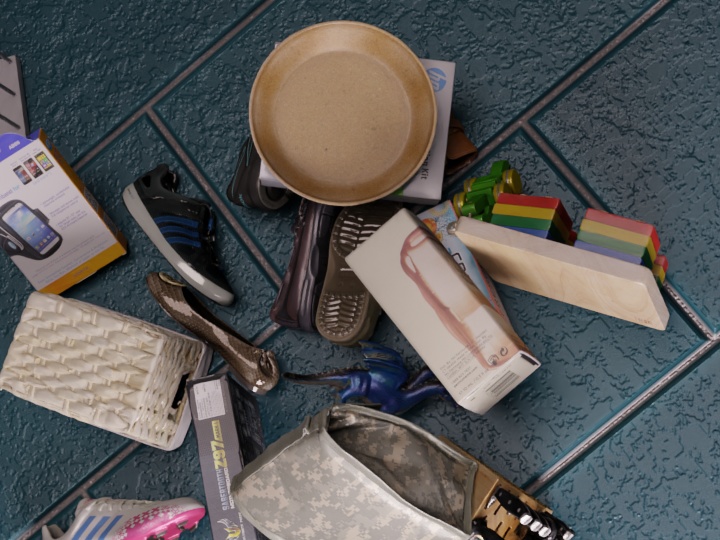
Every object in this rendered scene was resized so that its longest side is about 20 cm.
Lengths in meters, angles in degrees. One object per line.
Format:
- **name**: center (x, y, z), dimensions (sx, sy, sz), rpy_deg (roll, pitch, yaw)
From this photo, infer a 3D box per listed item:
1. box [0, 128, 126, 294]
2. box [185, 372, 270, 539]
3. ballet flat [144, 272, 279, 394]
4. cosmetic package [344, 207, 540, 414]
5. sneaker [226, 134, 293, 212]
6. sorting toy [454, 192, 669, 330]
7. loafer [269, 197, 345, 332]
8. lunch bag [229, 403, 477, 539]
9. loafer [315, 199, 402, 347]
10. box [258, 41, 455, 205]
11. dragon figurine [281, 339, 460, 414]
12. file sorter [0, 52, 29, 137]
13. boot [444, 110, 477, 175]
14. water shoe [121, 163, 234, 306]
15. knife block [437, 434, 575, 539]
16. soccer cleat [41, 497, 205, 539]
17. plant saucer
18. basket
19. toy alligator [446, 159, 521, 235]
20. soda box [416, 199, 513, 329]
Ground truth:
- **box**: center (-0.380, -0.073, 1.822), dimensions (0.119, 0.041, 0.200), rpy_deg (-30, 113, 8)
- **box**: center (-0.132, 0.224, 1.673), dimensions (0.051, 0.158, 0.200), rpy_deg (-13, 73, 6)
- **ballet flat**: center (-0.167, 0.062, 1.772), dimensions (0.200, 0.067, 0.046), rpy_deg (42, 105, 17)
- **cosmetic package**: center (0.086, 0.043, 1.607), dimensions (0.087, 0.103, 0.200), rpy_deg (-42, 70, 7)
- **sneaker**: center (-0.100, -0.160, 1.805), dimensions (0.079, 0.075, 0.200), rpy_deg (-3, 57, 48)
- **sorting toy**: center (0.220, -0.019, 1.602), dimensions (0.199, 0.200, 0.070), rpy_deg (17, 81, 20)
- **loafer**: center (-0.062, -0.031, 1.766), dimensions (0.063, 0.072, 0.200), rpy_deg (6, 81, 23)
- **lunch bag**: center (-0.011, 0.217, 1.565), dimensions (0.164, 0.200, 0.118), rpy_deg (-38, 29, 37)
- **loafer**: center (0.000, 0.000, 1.740), dimensions (0.076, 0.068, 0.200), rpy_deg (12, 64, 18)
- **box**: center (-0.004, -0.160, 1.695), dimensions (0.200, 0.041, 0.156), rpy_deg (7, 84, -2)
- **dragon figurine**: center (0.016, 0.113, 1.674), dimensions (0.200, 0.059, 0.099), rpy_deg (26, 105, -16)
- **file sorter**: center (-0.499, -0.173, 1.907), dimensions (0.139, 0.125, 0.200), rpy_deg (-15, 73, 14)
- **boot**: center (0.019, -0.143, 1.748), dimensions (0.200, 0.077, 0.155), rpy_deg (-29, 74, -23)
- **water shoe**: center (-0.201, -0.046, 1.810), dimensions (0.079, 0.072, 0.200), rpy_deg (-43, 69, 1)
- **knife block**: center (0.127, 0.237, 1.580), dimensions (0.200, 0.176, 0.064), rpy_deg (33, 87, 22)
- **soccer cleat**: center (-0.274, 0.284, 1.750), dimensions (0.200, 0.070, 0.086), rpy_deg (-26, 71, 10)
- **plant saucer**: center (-0.019, -0.166, 1.657), dimensions (0.200, 0.035, 0.200), rpy_deg (0, 84, -2)
- **basket**: center (-0.293, 0.111, 1.771), dimensions (0.200, 0.123, 0.136), rpy_deg (17, 83, 20)
- **toy alligator**: center (0.135, -0.061, 1.673), dimensions (0.059, 0.200, 0.054), rpy_deg (-13, 110, 26)
- **soda box**: center (0.115, 0.028, 1.694), dimensions (0.064, 0.068, 0.200), rpy_deg (-25, 71, 10)
